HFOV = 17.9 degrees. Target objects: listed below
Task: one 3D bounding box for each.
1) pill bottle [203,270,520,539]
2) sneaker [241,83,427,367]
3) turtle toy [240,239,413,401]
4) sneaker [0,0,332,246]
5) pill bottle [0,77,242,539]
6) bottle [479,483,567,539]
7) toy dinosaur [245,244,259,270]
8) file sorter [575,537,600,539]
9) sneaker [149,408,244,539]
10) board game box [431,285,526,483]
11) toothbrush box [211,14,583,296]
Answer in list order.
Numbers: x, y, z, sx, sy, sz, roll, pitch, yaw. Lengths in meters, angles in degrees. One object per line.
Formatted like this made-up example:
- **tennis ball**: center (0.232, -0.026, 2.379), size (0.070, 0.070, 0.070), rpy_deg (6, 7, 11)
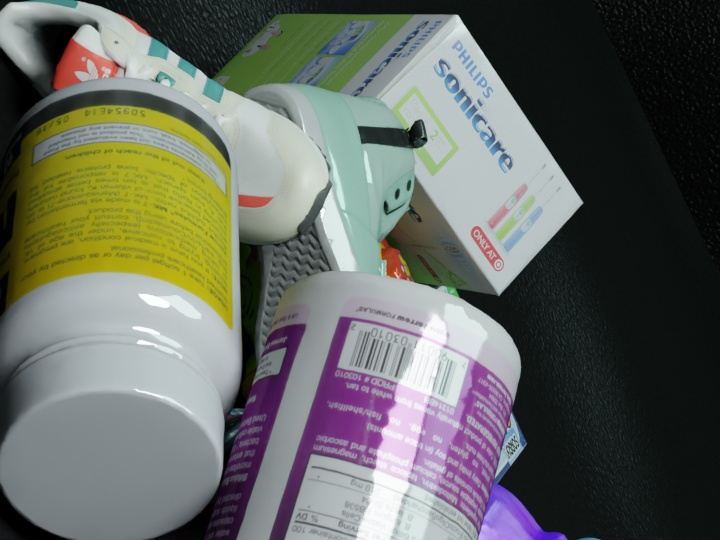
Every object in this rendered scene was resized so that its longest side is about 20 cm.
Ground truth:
- **pill bottle**: center (-0.007, 0.111, 0.961), size (0.112, 0.112, 0.200), rpy_deg (45, 55, -50)
- **sneaker**: center (0.000, 0.000, 1.200), size (0.118, 0.074, 0.201), rpy_deg (-8, 90, -54)
- **turtle toy**: center (-0.012, 0.028, 1.316), size (0.200, 0.101, 0.146), rpy_deg (45, 26, -65)
- **sneaker**: center (-0.106, -0.076, 1.133), size (0.200, 0.070, 0.093), rpy_deg (37, 12, 30)
- **pill bottle**: center (-0.109, 0.016, 1.015), size (0.114, 0.114, 0.200), rpy_deg (53, 20, -37)
- **bottle**: center (0.048, 0.145, 1.210), size (0.065, 0.200, 0.084), rpy_deg (-49, 161, -43)
- **toy dinosaur**: center (-0.093, -0.043, 1.224), size (0.106, 0.060, 0.200), rpy_deg (52, 20, -9)
- **file sorter**: center (0.098, 0.246, 1.332), size (0.139, 0.122, 0.200), rpy_deg (66, 17, 3)
- **sneaker**: center (-0.055, 0.107, 1.089), size (0.079, 0.095, 0.200), rpy_deg (65, 16, -5)
- **board game box**: center (0.055, 0.088, 1.568), size (0.136, 0.034, 0.200), rpy_deg (65, 16, -3)
- **toothbrush box**: center (0.013, -0.073, 1.365), size (0.200, 0.086, 0.146), rpy_deg (9, -40, 55)
